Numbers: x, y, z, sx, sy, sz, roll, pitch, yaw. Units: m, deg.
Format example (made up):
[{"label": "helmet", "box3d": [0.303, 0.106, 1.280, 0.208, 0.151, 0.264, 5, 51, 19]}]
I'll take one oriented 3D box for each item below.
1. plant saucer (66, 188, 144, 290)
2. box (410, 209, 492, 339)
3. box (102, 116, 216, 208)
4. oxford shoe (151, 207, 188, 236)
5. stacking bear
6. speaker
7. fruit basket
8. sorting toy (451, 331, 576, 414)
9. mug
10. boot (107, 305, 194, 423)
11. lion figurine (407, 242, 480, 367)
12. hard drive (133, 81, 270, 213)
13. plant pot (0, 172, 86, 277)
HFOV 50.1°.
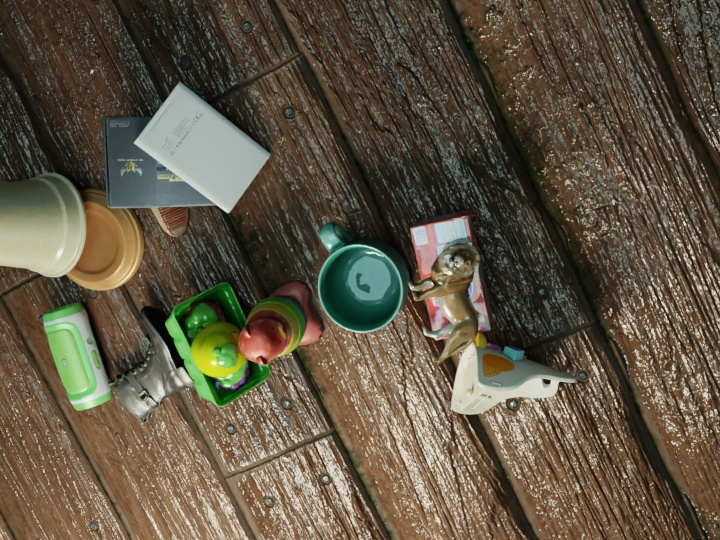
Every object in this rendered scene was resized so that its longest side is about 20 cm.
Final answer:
[{"label": "plant saucer", "box3d": [-0.518, -0.058, 1.493, 0.199, 0.037, 0.202, 2, 101, 12]}, {"label": "box", "box3d": [0.160, 0.005, 1.325, 0.102, 0.095, 0.201, -12, 99, 14]}, {"label": "box", "box3d": [-0.352, -0.193, 1.369, 0.199, 0.051, 0.159, -2, 99, -20]}, {"label": "oxford shoe", "box3d": [-0.381, -0.159, 1.439, 0.074, 0.071, 0.201, -6, 105, 43]}, {"label": "stacking bear", "box3d": [-0.153, 0.104, 1.358, 0.113, 0.200, 0.122, -18, 97, 14]}, {"label": "speaker", "box3d": [-0.559, 0.169, 1.523, 0.088, 0.088, 0.201, -14, 98, 15]}, {"label": "fruit basket", "box3d": [-0.250, 0.134, 1.387, 0.215, 0.155, 0.217, 23, 127, 35]}, {"label": "sorting toy", "box3d": [0.266, 0.184, 1.318, 0.179, 0.200, 0.108, 10, 68, -3]}, {"label": "mug", "box3d": [0.010, 0.005, 1.349, 0.151, 0.114, 0.186, 1, 101, 13]}, {"label": "boot", "box3d": [-0.424, 0.188, 1.504, 0.173, 0.069, 0.201, -28, 96, 15]}, {"label": "lion figurine", "box3d": [0.153, 0.056, 1.260, 0.122, 0.073, 0.201, -17, 112, 1]}, {"label": "hard drive", "box3d": [-0.275, -0.214, 1.354, 0.200, 0.025, 0.132, 37, 82, -19]}, {"label": "plant pot", "box3d": [-0.642, -0.083, 1.409, 0.199, 0.183, 0.202, 2, 94, 31]}]
